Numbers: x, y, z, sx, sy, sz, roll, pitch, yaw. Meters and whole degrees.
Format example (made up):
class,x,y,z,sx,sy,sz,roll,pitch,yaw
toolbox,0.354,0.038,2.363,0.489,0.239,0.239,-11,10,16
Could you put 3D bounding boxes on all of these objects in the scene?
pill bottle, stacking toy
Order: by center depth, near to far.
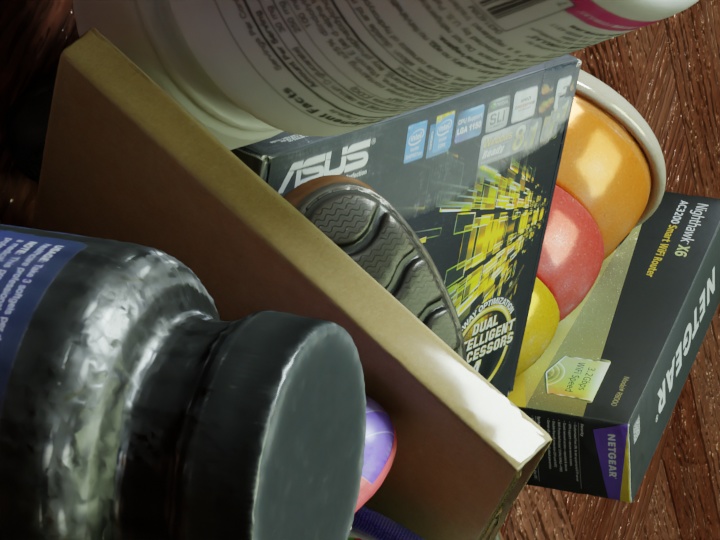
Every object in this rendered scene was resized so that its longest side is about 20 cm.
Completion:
class,x,y,z,sx,sy,sz,roll,pitch,yaw
pill bottle,-0.106,0.042,0.730,0.112,0.200,0.112,8,90,-71
pill bottle,0.008,-0.108,0.837,0.113,0.200,0.113,21,62,-44
stacking toy,0.053,0.007,1.243,0.146,0.146,0.200,70,36,-53

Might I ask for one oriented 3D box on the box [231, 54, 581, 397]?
class,x,y,z,sx,sy,sz,roll,pitch,yaw
box,0.000,0.000,1.032,0.200,0.049,0.161,-20,126,-48

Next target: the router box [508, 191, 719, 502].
class,x,y,z,sx,sy,sz,roll,pitch,yaw
router box,0.090,0.027,1.333,0.200,0.157,0.052,-59,150,-49

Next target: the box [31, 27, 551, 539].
class,x,y,z,sx,sy,sz,roll,pitch,yaw
box,-0.032,0.028,0.880,0.021,0.200,0.164,-41,166,-27

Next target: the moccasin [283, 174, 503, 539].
class,x,y,z,sx,sy,sz,roll,pitch,yaw
moccasin,0.009,0.055,0.971,0.074,0.078,0.201,-32,119,-14

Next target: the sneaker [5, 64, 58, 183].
class,x,y,z,sx,sy,sz,roll,pitch,yaw
sneaker,-0.068,-0.112,0.983,0.200,0.116,0.076,-26,165,-32

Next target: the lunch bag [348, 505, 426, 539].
class,x,y,z,sx,sy,sz,roll,pitch,yaw
lunch bag,-0.038,0.194,0.848,0.200,0.124,0.170,-42,142,-27

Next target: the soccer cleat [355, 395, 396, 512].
class,x,y,z,sx,sy,sz,roll,pitch,yaw
soccer cleat,-0.089,0.071,0.812,0.067,0.200,0.077,-95,164,-53
